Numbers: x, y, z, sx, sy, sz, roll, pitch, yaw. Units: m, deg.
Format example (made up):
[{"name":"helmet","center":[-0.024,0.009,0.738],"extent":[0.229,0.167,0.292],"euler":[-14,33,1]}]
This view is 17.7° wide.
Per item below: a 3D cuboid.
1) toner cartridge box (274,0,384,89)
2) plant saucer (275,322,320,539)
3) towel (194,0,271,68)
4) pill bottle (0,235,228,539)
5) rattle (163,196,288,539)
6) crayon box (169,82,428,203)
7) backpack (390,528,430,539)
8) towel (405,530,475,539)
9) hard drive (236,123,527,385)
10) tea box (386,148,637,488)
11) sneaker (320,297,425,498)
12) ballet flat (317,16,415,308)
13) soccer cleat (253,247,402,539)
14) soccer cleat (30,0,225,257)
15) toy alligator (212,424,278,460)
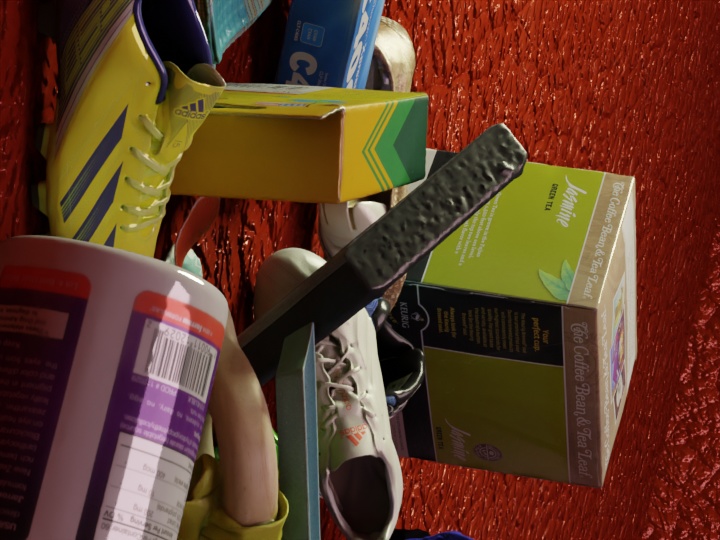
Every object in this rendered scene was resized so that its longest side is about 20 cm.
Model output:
[{"name":"toner cartridge box","center":[-0.011,-0.168,1.364],"extent":[0.095,0.043,0.201],"euler":[-66,171,-55]},{"name":"plant saucer","center":[-0.032,0.132,1.228],"extent":[0.070,0.019,0.201],"euler":[-82,172,-70]},{"name":"towel","center":[-0.057,-0.212,1.288],"extent":[0.200,0.022,0.147],"euler":[-57,152,-58]},{"name":"pill bottle","center":[-0.132,0.095,1.013],"extent":[0.111,0.111,0.201],"euler":[53,49,-70]},{"name":"rattle","center":[-0.121,0.067,1.205],"extent":[0.130,0.142,0.201],"euler":[113,-36,-79]},{"name":"crayon box","center":[-0.050,-0.067,1.194],"extent":[0.200,0.126,0.051],"euler":[-20,113,-72]},{"name":"backpack","center":[-0.004,0.293,1.593],"extent":[0.200,0.153,0.164],"euler":[-99,-168,-62]},{"name":"towel","center":[-0.022,0.222,1.363],"extent":[0.200,0.050,0.148],"euler":[-34,180,-26]},{"name":"hard drive","center":[0.000,0.000,1.305],"extent":[0.139,0.033,0.200],"euler":[-40,-179,-34]},{"name":"tea box","center":[0.092,0.033,1.651],"extent":[0.200,0.196,0.134],"euler":[83,22,-47]},{"name":"sneaker","center":[-0.003,0.087,1.534],"extent":[0.200,0.089,0.079],"euler":[82,23,-47]},{"name":"ballet flat","center":[-0.004,-0.066,1.506],"extent":[0.065,0.070,0.201],"euler":[-9,100,-62]},{"name":"soccer cleat","center":[-0.014,0.081,1.437],"extent":[0.078,0.069,0.201],"euler":[-101,173,-69]},{"name":"soccer cleat","center":[-0.104,-0.067,1.072],"extent":[0.065,0.083,0.201],"euler":[-53,149,-61]},{"name":"toy alligator","center":[-0.066,0.123,1.408],"extent":[0.054,0.059,0.200],"euler":[-35,169,0]}]
